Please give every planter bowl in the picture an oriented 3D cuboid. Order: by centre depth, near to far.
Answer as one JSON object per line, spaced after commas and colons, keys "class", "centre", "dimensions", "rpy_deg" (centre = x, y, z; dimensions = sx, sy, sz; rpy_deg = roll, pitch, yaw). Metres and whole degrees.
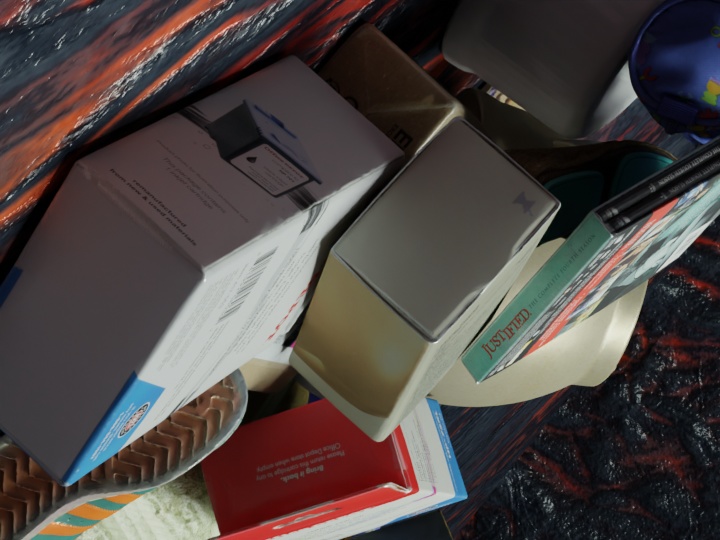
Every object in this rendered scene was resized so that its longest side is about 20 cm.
{"class": "planter bowl", "centre": [0.103, -0.001, 1.711], "dimensions": [0.200, 0.134, 0.201], "rpy_deg": [-164, -90, -80]}

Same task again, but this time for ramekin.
{"class": "ramekin", "centre": [0.149, -0.173, 1.616], "dimensions": [0.200, 0.098, 0.201], "rpy_deg": [-46, 170, -10]}

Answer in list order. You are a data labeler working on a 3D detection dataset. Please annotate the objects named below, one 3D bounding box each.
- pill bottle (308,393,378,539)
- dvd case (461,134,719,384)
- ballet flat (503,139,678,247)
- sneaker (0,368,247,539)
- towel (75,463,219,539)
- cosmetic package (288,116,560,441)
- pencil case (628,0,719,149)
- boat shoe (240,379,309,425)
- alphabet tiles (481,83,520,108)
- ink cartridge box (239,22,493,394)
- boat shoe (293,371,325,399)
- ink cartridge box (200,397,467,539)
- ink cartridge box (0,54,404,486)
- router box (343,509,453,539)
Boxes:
{"class": "pill bottle", "centre": [-0.032, 0.137, 1.859], "dimensions": [0.112, 0.112, 0.200], "rpy_deg": [-58, -171, 44]}
{"class": "dvd case", "centre": [0.153, -0.018, 1.506], "dimensions": [0.200, 0.022, 0.146], "rpy_deg": [-28, 163, -43]}
{"class": "ballet flat", "centre": [0.121, -0.049, 1.585], "dimensions": [0.200, 0.072, 0.068], "rpy_deg": [-9, 119, -54]}
{"class": "sneaker", "centre": [-0.149, 0.100, 1.419], "dimensions": [0.200, 0.072, 0.080], "rpy_deg": [-28, 175, 0]}
{"class": "towel", "centre": [-0.134, 0.158, 1.560], "dimensions": [0.148, 0.036, 0.200], "rpy_deg": [-42, 129, -24]}
{"class": "cosmetic package", "centre": [0.029, 0.009, 1.405], "dimensions": [0.105, 0.071, 0.200], "rpy_deg": [-47, 173, -19]}
{"class": "pencil case", "centre": [0.205, -0.111, 1.577], "dimensions": [0.200, 0.078, 0.087], "rpy_deg": [7, 102, -76]}
{"class": "boat shoe", "centre": [-0.108, 0.138, 1.703], "dimensions": [0.201, 0.063, 0.073], "rpy_deg": [-55, 162, -2]}
{"class": "alphabet tiles", "centre": [0.128, -0.147, 1.879], "dimensions": [0.167, 0.006, 0.200], "rpy_deg": [-51, 170, 13]}
{"class": "ink cartridge box", "centre": [-0.023, -0.029, 1.499], "dimensions": [0.200, 0.075, 0.165], "rpy_deg": [-50, 169, 4]}
{"class": "boat shoe", "centre": [0.000, 0.000, 1.646], "dimensions": [0.200, 0.073, 0.065], "rpy_deg": [-76, -166, -54]}
{"class": "ink cartridge box", "centre": [-0.019, 0.116, 1.583], "dimensions": [0.116, 0.067, 0.200], "rpy_deg": [-19, 169, 11]}
{"class": "ink cartridge box", "centre": [-0.084, -0.004, 1.301], "dimensions": [0.147, 0.086, 0.200], "rpy_deg": [-54, 170, 32]}
{"class": "router box", "centre": [-0.040, 0.232, 1.719], "dimensions": [0.199, 0.052, 0.157], "rpy_deg": [-16, 154, -15]}
